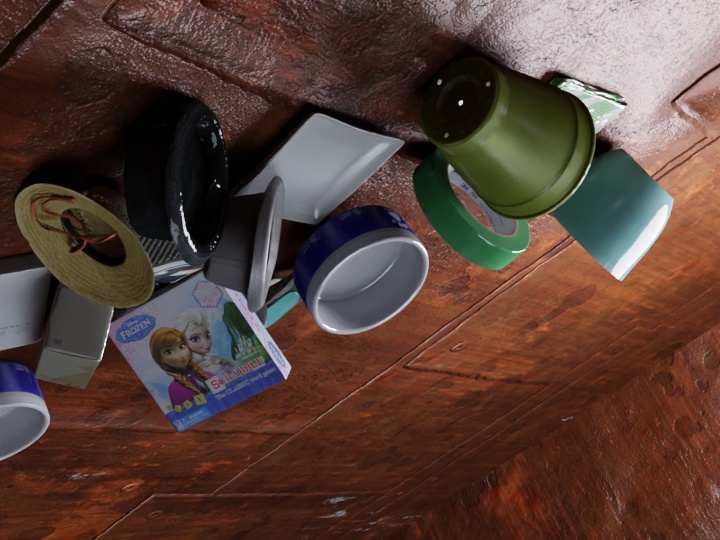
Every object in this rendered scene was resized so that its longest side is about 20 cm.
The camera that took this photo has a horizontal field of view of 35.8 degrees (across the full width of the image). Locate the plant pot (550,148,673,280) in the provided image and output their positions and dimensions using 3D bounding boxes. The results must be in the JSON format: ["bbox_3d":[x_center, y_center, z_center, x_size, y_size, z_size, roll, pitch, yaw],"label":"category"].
[{"bbox_3d":[0.435,-0.110,1.913,0.161,0.201,0.200,-46,151,13],"label":"plant pot"}]

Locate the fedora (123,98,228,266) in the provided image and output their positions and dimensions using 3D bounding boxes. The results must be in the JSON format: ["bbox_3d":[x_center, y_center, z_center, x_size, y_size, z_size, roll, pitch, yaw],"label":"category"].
[{"bbox_3d":[-0.226,-0.104,1.334,0.091,0.202,0.201,0,159,14],"label":"fedora"}]

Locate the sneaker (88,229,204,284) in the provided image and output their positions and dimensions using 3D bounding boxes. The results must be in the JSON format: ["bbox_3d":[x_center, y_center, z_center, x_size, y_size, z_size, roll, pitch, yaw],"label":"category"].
[{"bbox_3d":[-0.290,-0.020,1.516,0.199,0.079,0.079,-1,158,-30],"label":"sneaker"}]

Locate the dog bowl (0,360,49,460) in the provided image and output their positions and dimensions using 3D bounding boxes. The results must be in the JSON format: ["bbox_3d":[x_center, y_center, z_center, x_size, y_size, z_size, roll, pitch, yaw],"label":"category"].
[{"bbox_3d":[-0.583,0.223,1.700,0.199,0.079,0.200,-22,154,-11],"label":"dog bowl"}]

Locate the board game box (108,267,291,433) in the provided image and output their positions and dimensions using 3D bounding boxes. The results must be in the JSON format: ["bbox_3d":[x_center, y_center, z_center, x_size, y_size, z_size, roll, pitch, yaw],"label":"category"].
[{"bbox_3d":[-0.236,0.111,1.617,0.199,0.200,0.041,-28,-165,18],"label":"board game box"}]

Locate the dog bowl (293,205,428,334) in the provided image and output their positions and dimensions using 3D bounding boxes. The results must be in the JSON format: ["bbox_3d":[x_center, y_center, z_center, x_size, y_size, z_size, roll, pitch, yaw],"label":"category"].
[{"bbox_3d":[0.000,0.000,1.709,0.199,0.079,0.201,-21,143,-17],"label":"dog bowl"}]

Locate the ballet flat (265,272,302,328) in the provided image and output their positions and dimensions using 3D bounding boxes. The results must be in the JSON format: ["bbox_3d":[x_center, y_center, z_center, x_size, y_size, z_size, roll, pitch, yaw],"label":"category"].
[{"bbox_3d":[-0.104,0.019,1.790,0.199,0.064,0.067,-33,139,1],"label":"ballet flat"}]

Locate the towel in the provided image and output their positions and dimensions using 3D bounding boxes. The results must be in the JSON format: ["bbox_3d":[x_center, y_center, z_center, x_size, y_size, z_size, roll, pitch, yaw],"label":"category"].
[{"bbox_3d":[0.317,-0.235,1.749,0.199,0.023,0.152,4,142,-47],"label":"towel"}]

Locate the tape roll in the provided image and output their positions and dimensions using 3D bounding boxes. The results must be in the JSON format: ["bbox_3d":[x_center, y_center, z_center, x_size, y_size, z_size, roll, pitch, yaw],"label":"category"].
[{"bbox_3d":[0.167,-0.095,1.662,0.200,0.201,0.048,6,140,-49],"label":"tape roll"}]

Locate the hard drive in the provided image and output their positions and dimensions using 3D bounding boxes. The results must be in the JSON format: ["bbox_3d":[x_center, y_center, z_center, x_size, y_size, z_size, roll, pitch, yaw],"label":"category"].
[{"bbox_3d":[-0.494,0.051,1.518,0.131,0.026,0.200,-12,151,-28],"label":"hard drive"}]

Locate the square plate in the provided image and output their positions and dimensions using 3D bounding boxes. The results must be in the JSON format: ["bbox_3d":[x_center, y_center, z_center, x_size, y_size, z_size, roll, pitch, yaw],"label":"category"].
[{"bbox_3d":[-0.066,-0.143,1.554,0.198,0.029,0.199,-41,151,27],"label":"square plate"}]

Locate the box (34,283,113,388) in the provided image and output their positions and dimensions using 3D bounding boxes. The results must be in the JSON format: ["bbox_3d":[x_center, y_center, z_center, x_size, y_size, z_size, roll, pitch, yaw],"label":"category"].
[{"bbox_3d":[-0.395,0.094,1.532,0.077,0.096,0.200,15,161,-15],"label":"box"}]

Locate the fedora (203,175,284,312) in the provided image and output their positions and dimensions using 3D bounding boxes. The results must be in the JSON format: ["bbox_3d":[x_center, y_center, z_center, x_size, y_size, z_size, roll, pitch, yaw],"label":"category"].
[{"bbox_3d":[-0.158,-0.040,1.476,0.090,0.200,0.178,8,119,-1],"label":"fedora"}]

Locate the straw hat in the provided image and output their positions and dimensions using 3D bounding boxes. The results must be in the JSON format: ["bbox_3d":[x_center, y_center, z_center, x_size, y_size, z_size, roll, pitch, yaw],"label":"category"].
[{"bbox_3d":[-0.323,-0.055,1.392,0.085,0.200,0.201,-61,-179,-41],"label":"straw hat"}]

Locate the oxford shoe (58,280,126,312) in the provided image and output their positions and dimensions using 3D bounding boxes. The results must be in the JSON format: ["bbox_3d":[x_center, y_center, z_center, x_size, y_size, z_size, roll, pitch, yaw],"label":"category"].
[{"bbox_3d":[-0.371,0.026,1.553,0.075,0.058,0.200,-27,156,-2],"label":"oxford shoe"}]

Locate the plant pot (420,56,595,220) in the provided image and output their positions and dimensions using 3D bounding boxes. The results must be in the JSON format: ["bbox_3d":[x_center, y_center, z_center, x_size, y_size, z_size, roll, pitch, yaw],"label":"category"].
[{"bbox_3d":[0.188,-0.197,1.534,0.200,0.201,0.192,-38,140,24],"label":"plant pot"}]

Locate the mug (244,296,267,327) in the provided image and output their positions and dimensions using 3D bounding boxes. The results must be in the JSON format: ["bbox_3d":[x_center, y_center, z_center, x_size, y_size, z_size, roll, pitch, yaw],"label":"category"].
[{"bbox_3d":[-0.254,0.092,1.755,0.134,0.177,0.200,-54,179,-37],"label":"mug"}]
